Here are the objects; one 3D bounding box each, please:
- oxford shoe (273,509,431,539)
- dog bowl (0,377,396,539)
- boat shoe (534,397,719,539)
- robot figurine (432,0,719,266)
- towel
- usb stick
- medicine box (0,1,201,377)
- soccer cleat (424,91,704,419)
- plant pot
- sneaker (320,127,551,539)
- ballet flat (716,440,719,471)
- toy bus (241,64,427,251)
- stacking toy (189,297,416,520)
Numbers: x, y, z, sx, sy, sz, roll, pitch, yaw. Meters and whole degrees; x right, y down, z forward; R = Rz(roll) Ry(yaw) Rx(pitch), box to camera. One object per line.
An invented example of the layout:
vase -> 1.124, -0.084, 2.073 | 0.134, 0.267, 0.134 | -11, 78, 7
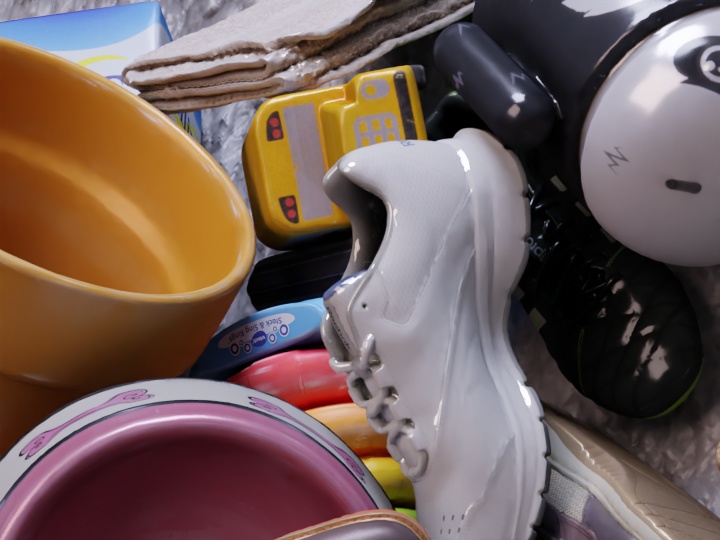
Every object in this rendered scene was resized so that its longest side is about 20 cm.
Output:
oxford shoe -> -0.052, 0.156, 1.052 | 0.200, 0.071, 0.073 | -34, 0, -9
dog bowl -> -0.069, 0.140, 1.126 | 0.074, 0.200, 0.201 | 144, 151, -82
boat shoe -> 0.105, 0.115, 1.170 | 0.065, 0.072, 0.200 | -61, 37, 9
robot figurine -> 0.124, -0.091, 1.210 | 0.150, 0.125, 0.200 | -38, 44, 4
towel -> -0.010, -0.123, 1.369 | 0.132, 0.035, 0.200 | -4, 19, 46
usb stick -> 0.000, 0.000, 1.310 | 0.200, 0.055, 0.033 | 166, 99, -69
medicine box -> -0.180, -0.023, 1.466 | 0.182, 0.103, 0.201 | -8, 56, 7
soccer cleat -> 0.084, -0.007, 1.255 | 0.068, 0.081, 0.200 | -48, 41, 13
plant pot -> -0.174, 0.022, 1.284 | 0.184, 0.200, 0.200 | -61, 36, 26
sneaker -> 0.024, 0.040, 1.169 | 0.074, 0.087, 0.201 | -28, 66, 59
ballet flat -> 0.210, 0.019, 1.118 | 0.200, 0.065, 0.070 | -57, 39, 3
toy bus -> -0.010, -0.049, 1.310 | 0.200, 0.078, 0.065 | 152, 109, -85
stacking toy -> -0.003, 0.119, 1.271 | 0.116, 0.110, 0.201 | -21, 67, 38
